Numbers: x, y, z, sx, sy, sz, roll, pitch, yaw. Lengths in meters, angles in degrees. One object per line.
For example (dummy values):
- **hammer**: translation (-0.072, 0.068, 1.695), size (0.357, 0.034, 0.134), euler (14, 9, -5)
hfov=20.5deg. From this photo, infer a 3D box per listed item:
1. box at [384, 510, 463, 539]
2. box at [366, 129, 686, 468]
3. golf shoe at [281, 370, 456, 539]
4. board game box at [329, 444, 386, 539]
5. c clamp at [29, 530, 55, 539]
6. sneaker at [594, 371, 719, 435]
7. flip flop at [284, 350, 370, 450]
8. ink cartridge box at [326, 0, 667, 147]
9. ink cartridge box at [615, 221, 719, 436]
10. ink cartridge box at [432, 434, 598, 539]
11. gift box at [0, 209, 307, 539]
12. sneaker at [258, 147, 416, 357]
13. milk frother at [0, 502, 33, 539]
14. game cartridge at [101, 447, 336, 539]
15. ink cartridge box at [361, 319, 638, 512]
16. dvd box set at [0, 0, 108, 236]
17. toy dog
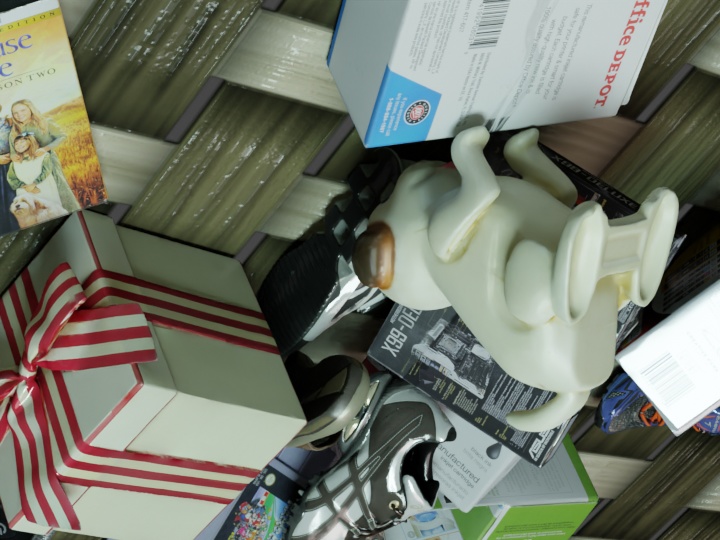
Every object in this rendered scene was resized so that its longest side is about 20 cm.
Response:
- **box**: translation (0.052, 0.252, 1.739), size (0.100, 0.201, 0.113), euler (-11, 144, -18)
- **box**: translation (0.120, 0.019, 1.461), size (0.201, 0.157, 0.050), euler (-61, 168, 13)
- **golf shoe**: translation (0.006, 0.180, 1.545), size (0.078, 0.094, 0.202), euler (-9, 126, -59)
- **board game box**: translation (-0.063, 0.246, 1.649), size (0.158, 0.202, 0.097), euler (-12, -179, -16)
- **c clamp**: translation (-0.263, 0.194, 1.502), size (0.201, 0.170, 0.027), euler (-63, 175, 7)
- **sneaker**: translation (0.307, 0.115, 1.829), size (0.198, 0.079, 0.076), euler (-14, 143, -16)
- **flip flop**: translation (-0.029, 0.102, 1.485), size (0.057, 0.082, 0.200), euler (29, 165, -16)
- **ink cartridge box**: translation (0.093, -0.170, 1.328), size (0.198, 0.085, 0.147), euler (-9, 142, -23)
- **ink cartridge box**: translation (0.302, 0.023, 1.613), size (0.175, 0.084, 0.200), euler (-38, -175, 16)
- **ink cartridge box**: translation (0.081, 0.161, 1.689), size (0.198, 0.149, 0.076), euler (0, 139, -30)
- **gift box**: translation (-0.164, 0.086, 1.404), size (0.186, 0.201, 0.185), euler (17, 122, -42)
- **sneaker**: translation (0.000, 0.000, 1.496), size (0.088, 0.074, 0.200), euler (16, 128, -41)
- **milk frother**: translation (-0.327, 0.326, 1.610), size (0.179, 0.189, 0.201), euler (-8, 142, -22)
- **game cartridge**: translation (-0.118, 0.196, 1.568), size (0.201, 0.129, 0.038), euler (-58, -172, -11)
- **ink cartridge box**: translation (0.100, 0.067, 1.568), size (0.201, 0.144, 0.084), euler (-53, 169, 32)
- **dvd box set**: translation (-0.245, -0.093, 1.264), size (0.145, 0.030, 0.201), euler (-18, 145, -10)
- **toy dog**: translation (0.094, -0.007, 1.364), size (0.139, 0.199, 0.196), euler (-22, 126, -46)
